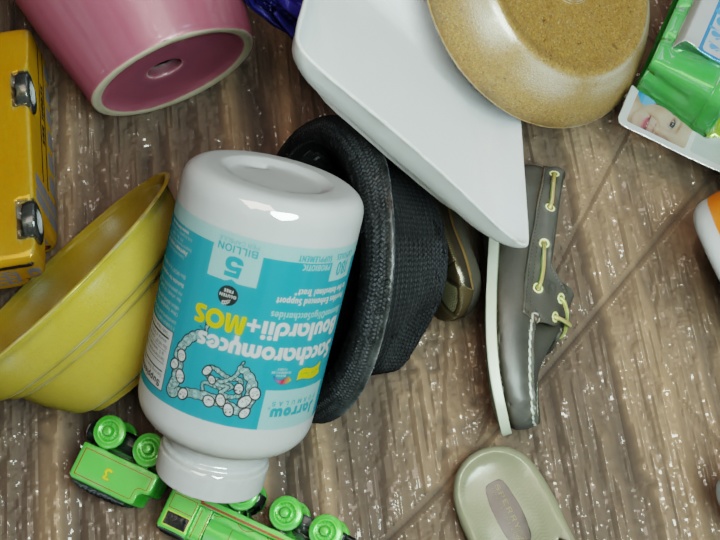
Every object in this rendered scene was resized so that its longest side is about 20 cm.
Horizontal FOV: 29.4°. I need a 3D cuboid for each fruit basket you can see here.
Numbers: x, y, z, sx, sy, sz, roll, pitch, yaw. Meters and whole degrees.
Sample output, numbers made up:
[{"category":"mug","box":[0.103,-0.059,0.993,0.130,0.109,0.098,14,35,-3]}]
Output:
[{"category":"fruit basket","box":[0.305,-0.138,0.976,0.199,0.094,0.186,24,68,11]}]

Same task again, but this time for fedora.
[{"category":"fedora","box":[0.000,0.000,0.910,0.091,0.201,0.201,2,59,-32]}]

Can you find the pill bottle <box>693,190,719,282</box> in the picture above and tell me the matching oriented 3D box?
[{"category":"pill bottle","box":[0.326,-0.039,0.876,0.200,0.113,0.113,-29,63,19]}]

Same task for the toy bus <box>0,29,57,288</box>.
[{"category":"toy bus","box":[-0.259,-0.078,0.988,0.065,0.078,0.201,-9,64,-1]}]

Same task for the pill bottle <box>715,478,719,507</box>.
[{"category":"pill bottle","box":[0.323,0.105,0.843,0.200,0.120,0.120,-36,68,-13]}]

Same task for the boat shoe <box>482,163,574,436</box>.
[{"category":"boat shoe","box":[0.113,0.013,0.925,0.060,0.072,0.202,-3,62,7]}]

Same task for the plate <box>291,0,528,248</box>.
[{"category":"plate","box":[0.030,-0.122,0.884,0.032,0.199,0.200,-37,27,27]}]

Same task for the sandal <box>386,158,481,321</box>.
[{"category":"sandal","box":[0.059,-0.059,0.963,0.054,0.082,0.201,-3,59,-20]}]

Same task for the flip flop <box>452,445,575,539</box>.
[{"category":"flip flop","box":[0.120,0.193,0.847,0.081,0.058,0.200,-24,65,-8]}]

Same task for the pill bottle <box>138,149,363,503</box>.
[{"category":"pill bottle","box":[-0.071,0.036,0.829,0.110,0.111,0.201,17,108,12]}]

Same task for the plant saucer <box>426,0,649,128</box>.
[{"category":"plant saucer","box":[0.134,-0.201,0.952,0.199,0.035,0.201,6,78,-30]}]

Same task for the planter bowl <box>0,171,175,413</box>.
[{"category":"planter bowl","box":[-0.172,0.033,0.904,0.200,0.200,0.084,-47,106,-17]}]

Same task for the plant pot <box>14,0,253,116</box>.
[{"category":"plant pot","box":[-0.171,-0.221,1.002,0.199,0.200,0.180,-24,81,-8]}]

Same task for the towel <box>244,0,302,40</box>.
[{"category":"towel","box":[0.013,-0.233,1.018,0.049,0.148,0.200,-1,53,53]}]

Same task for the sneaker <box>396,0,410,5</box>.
[{"category":"sneaker","box":[0.098,-0.196,1.010,0.199,0.076,0.088,18,87,-20]}]

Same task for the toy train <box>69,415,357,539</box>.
[{"category":"toy train","box":[-0.098,0.154,0.891,0.199,0.042,0.057,23,78,13]}]
